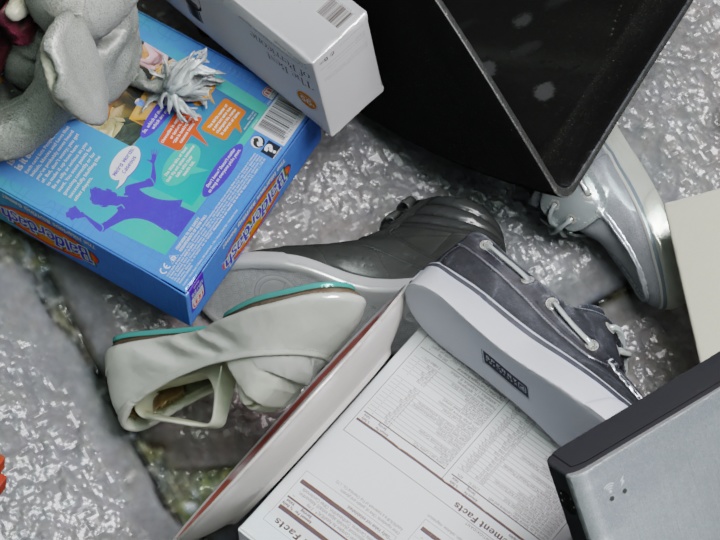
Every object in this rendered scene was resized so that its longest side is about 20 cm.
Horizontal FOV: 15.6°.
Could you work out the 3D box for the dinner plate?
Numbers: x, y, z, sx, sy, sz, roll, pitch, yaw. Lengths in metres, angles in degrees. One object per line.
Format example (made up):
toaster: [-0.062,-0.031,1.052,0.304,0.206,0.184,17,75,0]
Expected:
dinner plate: [-0.034,0.088,1.492,0.024,0.200,0.200,42,67,1]

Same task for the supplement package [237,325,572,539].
supplement package: [0.051,0.150,1.499,0.150,0.152,0.200,35,66,18]

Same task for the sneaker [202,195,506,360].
sneaker: [0.000,0.000,1.611,0.198,0.071,0.099,2,34,10]

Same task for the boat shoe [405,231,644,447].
boat shoe: [0.116,0.050,1.432,0.068,0.072,0.200,-41,61,-20]

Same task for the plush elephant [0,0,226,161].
plush elephant: [-0.181,-0.154,1.512,0.198,0.155,0.166,9,62,6]

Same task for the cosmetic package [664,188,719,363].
cosmetic package: [0.244,0.058,1.571,0.073,0.104,0.202,-15,67,13]

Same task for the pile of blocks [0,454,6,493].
pile of blocks: [-0.236,0.055,1.521,0.062,0.082,0.202,-9,72,-16]

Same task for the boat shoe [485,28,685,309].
boat shoe: [0.138,-0.056,1.662,0.071,0.070,0.202,-25,74,-8]

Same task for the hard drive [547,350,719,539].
hard drive: [0.186,0.152,1.376,0.139,0.033,0.201,-29,117,-18]

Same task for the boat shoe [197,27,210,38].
boat shoe: [-0.050,-0.234,1.680,0.067,0.072,0.202,16,74,-12]

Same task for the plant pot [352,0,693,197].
plant pot: [0.061,-0.186,1.600,0.200,0.177,0.200,-56,131,-27]

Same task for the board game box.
board game box: [-0.146,-0.079,1.587,0.199,0.045,0.153,29,67,14]

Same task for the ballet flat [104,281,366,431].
ballet flat: [-0.071,0.056,1.513,0.069,0.199,0.070,17,66,-45]

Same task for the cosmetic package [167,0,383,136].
cosmetic package: [-0.075,-0.170,1.567,0.051,0.083,0.200,-43,63,-13]
